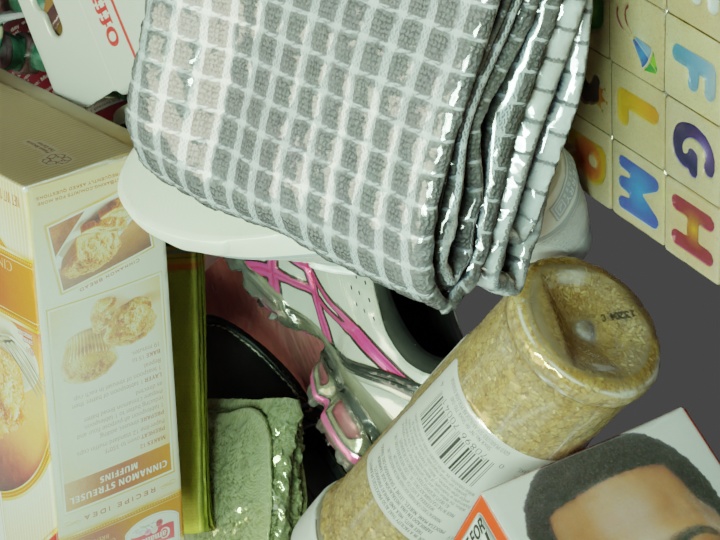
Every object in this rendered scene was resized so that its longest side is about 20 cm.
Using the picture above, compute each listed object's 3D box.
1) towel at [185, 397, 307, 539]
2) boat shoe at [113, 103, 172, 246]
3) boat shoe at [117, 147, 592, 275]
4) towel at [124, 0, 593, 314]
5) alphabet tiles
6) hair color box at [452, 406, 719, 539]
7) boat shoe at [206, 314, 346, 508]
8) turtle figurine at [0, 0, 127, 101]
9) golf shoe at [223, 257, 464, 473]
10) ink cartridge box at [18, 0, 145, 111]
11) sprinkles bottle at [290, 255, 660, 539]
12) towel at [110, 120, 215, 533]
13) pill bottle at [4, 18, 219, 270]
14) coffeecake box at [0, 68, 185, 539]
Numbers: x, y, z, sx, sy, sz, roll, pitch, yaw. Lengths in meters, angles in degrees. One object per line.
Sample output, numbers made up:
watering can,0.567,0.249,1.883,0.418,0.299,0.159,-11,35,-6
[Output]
towel,-0.080,0.163,1.186,0.148,0.036,0.200,-13,74,47
boat shoe,-0.037,-0.057,1.058,0.201,0.074,0.063,-18,60,42
boat shoe,-0.001,-0.027,0.986,0.069,0.200,0.072,57,-143,-51
towel,0.002,-0.104,0.880,0.166,0.086,0.200,25,111,37
alphabet tiles,0.094,-0.093,0.899,0.200,0.006,0.166,40,142,47
hair color box,0.127,0.162,0.917,0.200,0.101,0.061,58,152,22
boat shoe,-0.033,0.101,1.230,0.199,0.074,0.066,63,152,13
turtle figurine,-0.136,-0.135,1.190,0.200,0.150,0.101,44,161,44
golf shoe,0.000,0.000,1.108,0.092,0.073,0.200,-50,58,30
ink cartridge box,-0.070,-0.153,1.048,0.200,0.067,0.117,-23,87,46
sprinkles bottle,0.043,0.076,0.989,0.068,0.068,0.200,60,137,20
towel,-0.108,0.026,1.171,0.086,0.018,0.200,-2,89,35
pill bottle,-0.153,-0.083,1.287,0.200,0.110,0.110,53,151,31
coffeecake box,-0.156,0.022,1.107,0.154,0.073,0.200,26,127,45
